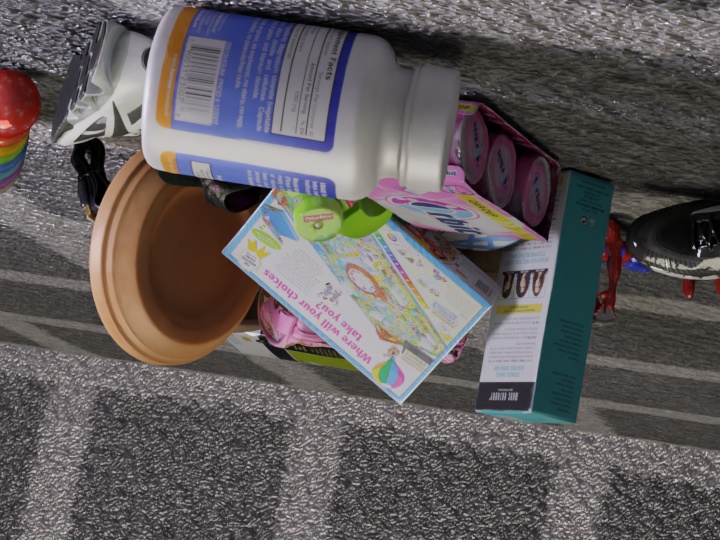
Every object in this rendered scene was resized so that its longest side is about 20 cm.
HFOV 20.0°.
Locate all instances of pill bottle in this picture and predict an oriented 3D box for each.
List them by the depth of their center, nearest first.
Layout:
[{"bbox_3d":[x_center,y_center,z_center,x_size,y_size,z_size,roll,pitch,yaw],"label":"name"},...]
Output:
[{"bbox_3d":[-0.038,-0.108,1.357,0.199,0.113,0.112,9,171,5],"label":"pill bottle"}]

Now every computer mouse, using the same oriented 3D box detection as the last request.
[{"bbox_3d":[-0.158,-0.076,1.841,0.199,0.044,0.110,4,-145,-20],"label":"computer mouse"}]

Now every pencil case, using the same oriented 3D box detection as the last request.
[{"bbox_3d":[0.005,0.035,1.825,0.199,0.083,0.086,7,178,-29],"label":"pencil case"}]

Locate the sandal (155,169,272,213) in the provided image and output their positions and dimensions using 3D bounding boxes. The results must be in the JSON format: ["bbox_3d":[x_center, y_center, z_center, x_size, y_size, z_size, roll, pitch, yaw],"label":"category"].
[{"bbox_3d":[-0.089,-0.077,1.717,0.075,0.048,0.200,-43,149,26],"label":"sandal"}]

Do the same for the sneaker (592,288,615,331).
[{"bbox_3d":[0.182,0.023,1.912,0.074,0.088,0.200,-20,174,13],"label":"sneaker"}]

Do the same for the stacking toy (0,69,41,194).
[{"bbox_3d":[-0.306,-0.119,1.709,0.085,0.086,0.200,13,166,-18],"label":"stacking toy"}]

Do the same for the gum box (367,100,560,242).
[{"bbox_3d":[0.065,-0.080,1.555,0.113,0.066,0.200,7,171,26],"label":"gum box"}]

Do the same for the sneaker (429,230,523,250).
[{"bbox_3d":[0.064,-0.055,1.694,0.199,0.072,0.072,1,174,38],"label":"sneaker"}]

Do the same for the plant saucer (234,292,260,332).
[{"bbox_3d":[-0.143,-0.006,1.947,0.199,0.030,0.200,16,-146,-11],"label":"plant saucer"}]

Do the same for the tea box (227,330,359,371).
[{"bbox_3d":[-0.033,0.026,2.107,0.196,0.134,0.200,10,172,6],"label":"tea box"}]

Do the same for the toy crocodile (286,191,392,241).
[{"bbox_3d":[-0.048,-0.086,1.572,0.062,0.068,0.200,-28,131,21],"label":"toy crocodile"}]

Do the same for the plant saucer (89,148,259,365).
[{"bbox_3d":[-0.147,-0.016,1.754,0.037,0.201,0.200,10,173,41],"label":"plant saucer"}]

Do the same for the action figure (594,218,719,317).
[{"bbox_3d":[0.245,0.011,1.840,0.199,0.100,0.065,20,162,-36],"label":"action figure"}]

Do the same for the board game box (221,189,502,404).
[{"bbox_3d":[0.000,0.000,1.697,0.200,0.135,0.034,41,-148,-2],"label":"board game box"}]

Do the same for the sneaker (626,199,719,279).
[{"bbox_3d":[0.309,-0.030,1.618,0.199,0.067,0.091,4,167,13],"label":"sneaker"}]

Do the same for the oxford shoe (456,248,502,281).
[{"bbox_3d":[0.080,-0.012,1.759,0.199,0.085,0.073,-14,-145,-11],"label":"oxford shoe"}]

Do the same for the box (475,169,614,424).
[{"bbox_3d":[0.151,0.023,1.669,0.049,0.201,0.082,15,170,-29],"label":"box"}]

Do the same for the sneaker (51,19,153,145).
[{"bbox_3d":[-0.174,-0.126,1.511,0.088,0.074,0.200,15,170,-18],"label":"sneaker"}]

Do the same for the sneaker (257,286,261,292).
[{"bbox_3d":[-0.107,-0.015,1.895,0.199,0.088,0.074,-16,151,-47],"label":"sneaker"}]
